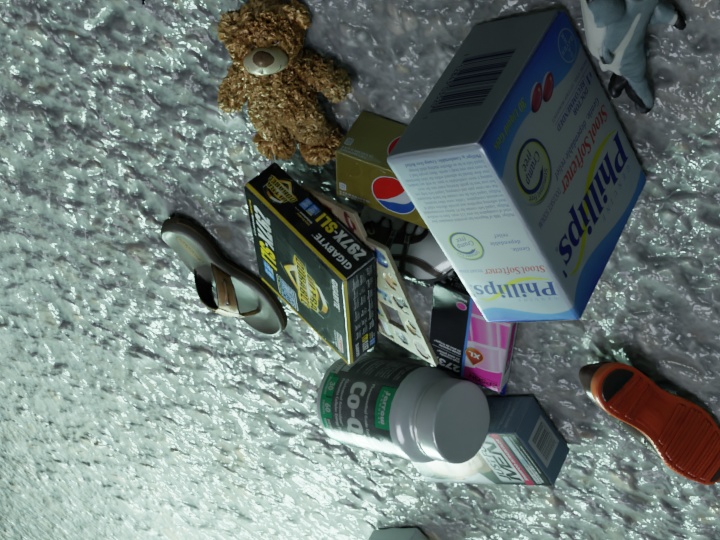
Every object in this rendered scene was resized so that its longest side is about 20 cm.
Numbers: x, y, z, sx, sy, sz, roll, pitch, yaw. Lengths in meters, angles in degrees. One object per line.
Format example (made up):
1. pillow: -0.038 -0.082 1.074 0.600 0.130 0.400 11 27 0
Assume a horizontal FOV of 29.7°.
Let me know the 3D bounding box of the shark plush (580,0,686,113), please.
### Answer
1. shark plush: 0.223 -0.194 1.087 0.083 0.091 0.201 -12 128 7

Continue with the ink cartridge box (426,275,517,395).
1. ink cartridge box: 0.125 0.079 1.534 0.094 0.037 0.201 22 147 16

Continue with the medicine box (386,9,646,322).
1. medicine box: 0.142 -0.088 1.176 0.102 0.183 0.201 -3 133 41

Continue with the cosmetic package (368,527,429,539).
1. cosmetic package: 0.028 0.473 1.955 0.101 0.201 0.071 -14 126 48

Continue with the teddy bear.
1. teddy bear: -0.080 -0.175 1.348 0.144 0.067 0.201 23 146 9

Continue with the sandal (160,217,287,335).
1. sandal: -0.176 0.017 1.676 0.200 0.055 0.081 46 144 -19

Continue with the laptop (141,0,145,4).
1. laptop: -0.233 -0.369 1.164 0.199 0.116 0.187 32 154 1

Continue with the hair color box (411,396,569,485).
1. hair color box: 0.143 0.209 1.657 0.199 0.061 0.099 -6 131 44

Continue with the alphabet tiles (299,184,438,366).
1. alphabet tiles: 0.000 0.000 1.440 0.167 0.008 0.201 30 151 48

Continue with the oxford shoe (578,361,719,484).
1. oxford shoe: 0.319 0.159 1.467 0.200 0.071 0.072 40 174 -17

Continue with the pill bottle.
1. pill bottle: 0.050 0.165 1.605 0.199 0.113 0.113 5 139 48

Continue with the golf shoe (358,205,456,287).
1. golf shoe: 0.045 -0.035 1.416 0.199 0.078 0.095 -12 127 45

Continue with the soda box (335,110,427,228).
1. soda box: 0.076 -0.085 1.339 0.199 0.064 0.068 20 144 17

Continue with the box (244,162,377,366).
1. box: -0.051 -0.004 1.468 0.160 0.049 0.200 45 161 22
